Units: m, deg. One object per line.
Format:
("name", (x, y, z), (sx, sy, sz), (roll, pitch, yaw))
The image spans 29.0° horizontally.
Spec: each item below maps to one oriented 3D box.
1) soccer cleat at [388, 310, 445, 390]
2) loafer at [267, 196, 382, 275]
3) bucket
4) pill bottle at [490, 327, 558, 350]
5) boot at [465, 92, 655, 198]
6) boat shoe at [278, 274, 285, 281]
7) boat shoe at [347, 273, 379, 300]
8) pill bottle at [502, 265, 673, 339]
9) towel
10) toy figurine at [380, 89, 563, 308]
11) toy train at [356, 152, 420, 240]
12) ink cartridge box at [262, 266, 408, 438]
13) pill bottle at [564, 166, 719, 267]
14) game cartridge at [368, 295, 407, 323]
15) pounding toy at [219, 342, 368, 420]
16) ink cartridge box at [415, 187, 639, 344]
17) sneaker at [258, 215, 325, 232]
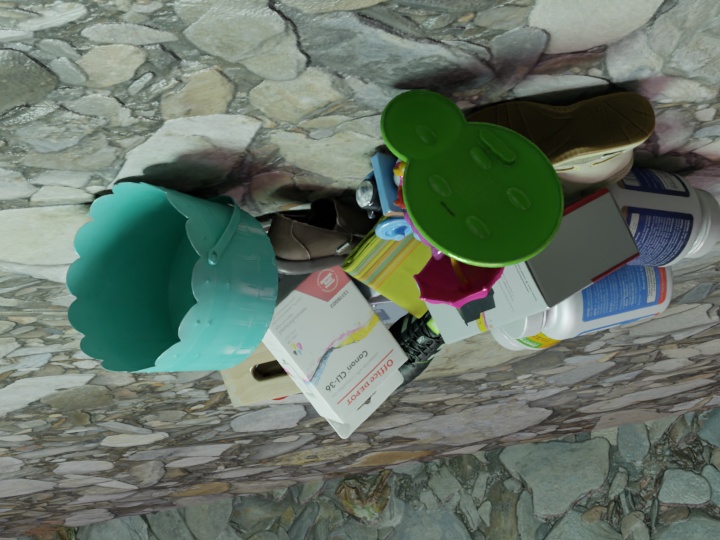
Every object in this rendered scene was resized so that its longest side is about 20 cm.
("soccer cleat", (0.082, 0.071, 1.699), (0.200, 0.068, 0.081), (-46, 179, 9))
("loafer", (-0.023, -0.045, 1.545), (0.073, 0.072, 0.199), (23, -155, 39))
("bucket", (-0.192, 0.011, 1.439), (0.206, 0.209, 0.134), (-21, 162, 38))
("pill bottle", (0.255, 0.046, 1.923), (0.110, 0.112, 0.200), (-1, 163, -22))
("boot", (0.190, -0.118, 1.412), (0.198, 0.073, 0.155), (-9, 166, 1))
("boat shoe", (-0.147, 0.026, 1.710), (0.065, 0.074, 0.199), (-18, 167, 39))
("boat shoe", (0.000, 0.000, 1.684), (0.066, 0.071, 0.200), (-13, 180, -26))
("pill bottle", (0.265, 0.020, 1.676), (0.198, 0.113, 0.112), (-12, 166, -21))
("towel", (0.051, -0.005, 1.581), (0.086, 0.018, 0.200), (-46, 149, 7))
("toy figurine", (0.082, -0.047, 1.336), (0.150, 0.200, 0.184), (-35, 163, -24))
("toy train", (0.092, -0.083, 1.465), (0.199, 0.087, 0.114), (6, 150, -38))
("ink cartridge box", (-0.027, 0.092, 1.618), (0.116, 0.201, 0.067), (-43, -161, -17))
("pill bottle", (0.316, -0.062, 1.588), (0.199, 0.112, 0.111), (4, 160, -36))
("game cartridge", (-0.032, 0.056, 1.956), (0.198, 0.041, 0.133), (-11, 167, 8))
("pounding toy", (-0.064, 0.107, 1.781), (0.199, 0.143, 0.184), (-14, -168, 28))
("ink cartridge box", (0.175, -0.002, 1.488), (0.145, 0.083, 0.200), (-27, 180, -31))
("sneaker", (-0.130, 0.008, 1.595), (0.198, 0.117, 0.076), (-9, 164, 4))
